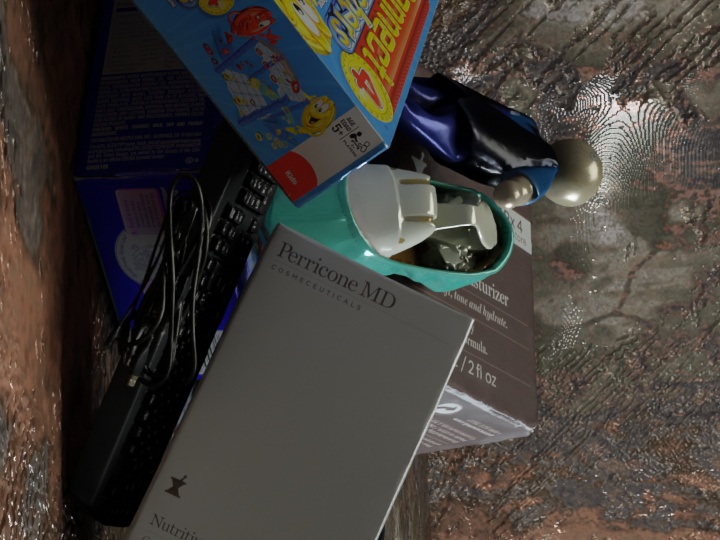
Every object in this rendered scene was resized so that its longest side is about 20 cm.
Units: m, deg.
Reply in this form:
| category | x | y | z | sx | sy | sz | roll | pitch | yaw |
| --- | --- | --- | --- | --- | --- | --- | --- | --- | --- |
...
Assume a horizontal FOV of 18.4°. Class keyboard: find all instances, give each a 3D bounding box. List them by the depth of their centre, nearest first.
| category | x | y | z | sx | sy | sz | roll | pitch | yaw |
| --- | --- | --- | --- | --- | --- | --- | --- | --- | --- |
| keyboard | -0.078 | 0.029 | 1.038 | 0.202 | 0.039 | 0.104 | -68 | 159 | -2 |

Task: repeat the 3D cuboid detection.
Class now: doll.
| category | x | y | z | sx | sy | sz | roll | pitch | yaw |
| --- | --- | --- | --- | --- | --- | --- | --- | --- | --- |
| doll | 0.060 | -0.079 | 1.258 | 0.049 | 0.199 | 0.137 | -54 | -143 | 17 |

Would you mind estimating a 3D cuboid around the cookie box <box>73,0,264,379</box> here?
| category | x | y | z | sx | sy | sz | roll | pitch | yaw |
| --- | --- | --- | --- | --- | --- | --- | --- | --- | --- |
| cookie box | -0.089 | -0.072 | 1.173 | 0.172 | 0.074 | 0.201 | 80 | 11 | -51 |

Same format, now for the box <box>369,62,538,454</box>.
| category | x | y | z | sx | sy | sz | roll | pitch | yaw |
| --- | --- | --- | --- | --- | --- | --- | --- | --- | --- |
| box | 0.000 | 0.000 | 1.376 | 0.166 | 0.163 | 0.202 | 28 | 56 | -51 |

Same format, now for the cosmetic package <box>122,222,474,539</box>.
| category | x | y | z | sx | sy | sz | roll | pitch | yaw |
| --- | --- | --- | --- | --- | --- | --- | --- | --- | --- |
| cosmetic package | -0.037 | 0.094 | 1.061 | 0.081 | 0.112 | 0.201 | 118 | -5 | -76 |

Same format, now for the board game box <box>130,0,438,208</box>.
| category | x | y | z | sx | sy | sz | roll | pitch | yaw |
| --- | --- | --- | --- | --- | --- | --- | --- | --- | --- |
| board game box | -0.051 | -0.158 | 1.060 | 0.196 | 0.056 | 0.200 | 51 | 24 | -17 |

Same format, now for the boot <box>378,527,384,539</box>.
| category | x | y | z | sx | sy | sz | roll | pitch | yaw |
| --- | --- | --- | --- | --- | --- | --- | --- | --- | --- |
| boot | -0.034 | 0.175 | 1.237 | 0.200 | 0.069 | 0.133 | -138 | -138 | -66 |

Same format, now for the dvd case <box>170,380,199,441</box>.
| category | x | y | z | sx | sy | sz | roll | pitch | yaw |
| --- | --- | --- | --- | --- | --- | --- | --- | --- | --- |
| dvd case | -0.103 | 0.139 | 1.264 | 0.143 | 0.017 | 0.202 | -82 | 170 | -58 |

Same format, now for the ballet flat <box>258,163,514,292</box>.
| category | x | y | z | sx | sy | sz | roll | pitch | yaw |
| --- | --- | --- | --- | --- | --- | --- | --- | --- | --- |
| ballet flat | 0.023 | -0.029 | 1.197 | 0.199 | 0.070 | 0.068 | 10 | 65 | -57 |
